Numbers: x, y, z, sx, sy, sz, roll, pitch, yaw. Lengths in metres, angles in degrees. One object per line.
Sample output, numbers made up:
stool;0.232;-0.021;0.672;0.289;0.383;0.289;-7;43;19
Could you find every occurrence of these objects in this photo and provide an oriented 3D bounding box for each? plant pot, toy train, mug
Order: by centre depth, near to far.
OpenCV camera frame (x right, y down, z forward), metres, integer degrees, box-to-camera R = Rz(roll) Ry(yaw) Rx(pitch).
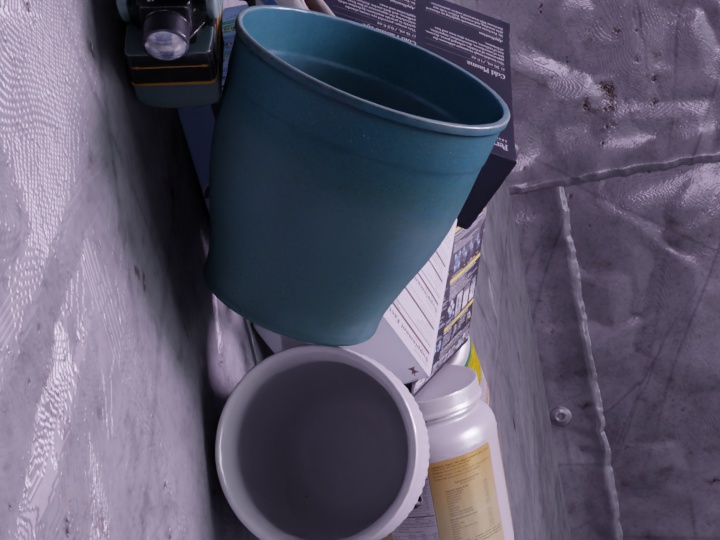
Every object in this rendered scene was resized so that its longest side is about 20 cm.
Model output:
toy train;-0.125;-0.207;1.168;0.114;0.084;0.202;88;0;-55
plant pot;-0.020;-0.058;1.207;0.200;0.198;0.190;-66;176;-70
mug;-0.025;0.110;1.290;0.175;0.146;0.202;41;35;-79

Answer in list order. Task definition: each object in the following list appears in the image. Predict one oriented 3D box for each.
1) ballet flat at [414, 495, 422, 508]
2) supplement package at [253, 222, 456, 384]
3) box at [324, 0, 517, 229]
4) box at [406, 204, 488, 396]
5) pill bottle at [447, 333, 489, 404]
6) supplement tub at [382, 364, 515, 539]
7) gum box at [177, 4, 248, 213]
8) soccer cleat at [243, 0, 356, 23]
ballet flat;0.014;0.136;1.594;0.067;0.056;0.202;-79;159;-61
supplement package;0.000;0.000;1.457;0.110;0.113;0.201;53;31;-30
box;0.032;-0.162;1.581;0.104;0.198;0.183;125;-24;-44
box;0.070;0.021;1.698;0.200;0.049;0.163;-38;139;-64
pill bottle;0.082;0.125;1.904;0.201;0.112;0.114;65;20;-56
supplement tub;0.073;0.207;1.717;0.144;0.143;0.202;-57;138;-74
gum box;-0.085;-0.097;1.370;0.201;0.044;0.171;-80;158;-60
soccer cleat;-0.035;-0.146;1.324;0.070;0.085;0.202;-59;138;-72
